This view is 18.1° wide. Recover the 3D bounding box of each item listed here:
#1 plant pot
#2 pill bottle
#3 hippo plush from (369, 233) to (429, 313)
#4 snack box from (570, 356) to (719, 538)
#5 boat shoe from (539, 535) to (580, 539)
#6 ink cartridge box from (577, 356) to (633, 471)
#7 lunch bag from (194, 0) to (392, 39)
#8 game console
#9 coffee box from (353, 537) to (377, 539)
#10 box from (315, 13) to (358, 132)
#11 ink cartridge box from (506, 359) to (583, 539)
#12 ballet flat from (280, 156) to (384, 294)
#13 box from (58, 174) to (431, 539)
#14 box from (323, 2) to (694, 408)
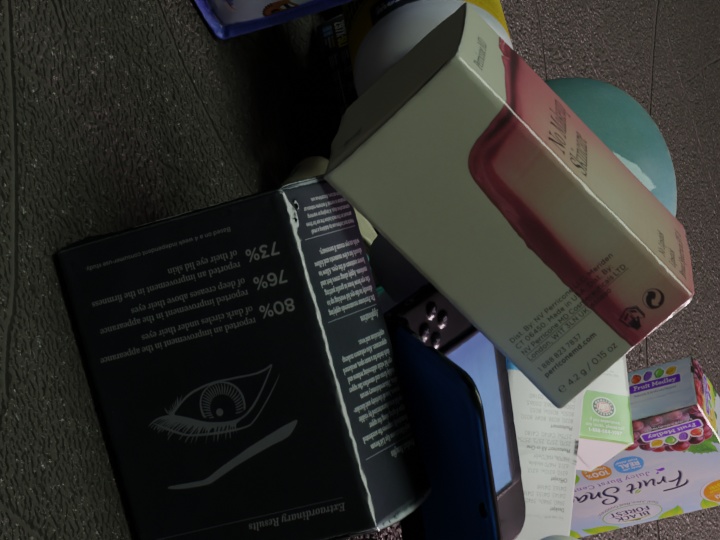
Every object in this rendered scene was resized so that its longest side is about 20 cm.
[{"bbox_3d":[0.137,-0.058,1.834,0.135,0.200,0.200,-3,79,-51],"label":"plant pot"},{"bbox_3d":[0.048,-0.158,1.572,0.200,0.112,0.112,-99,163,-54],"label":"pill bottle"},{"bbox_3d":[0.046,0.049,1.482,0.159,0.161,0.200,51,12,29],"label":"hippo plush"},{"bbox_3d":[0.197,0.149,1.801,0.142,0.200,0.053,52,30,-45],"label":"snack box"},{"bbox_3d":[0.127,0.259,1.467,0.063,0.071,0.200,-77,169,-47],"label":"boat shoe"},{"bbox_3d":[0.135,0.044,1.717,0.117,0.067,0.200,10,62,-22],"label":"ink cartridge box"},{"bbox_3d":[-0.020,-0.265,1.538,0.124,0.200,0.170,55,28,-40],"label":"lunch bag"},{"bbox_3d":[0.081,0.115,1.361,0.171,0.118,0.200,-33,122,-46],"label":"game console"},{"bbox_3d":[0.023,0.248,1.466,0.200,0.080,0.114,30,50,-61],"label":"coffee box"},{"bbox_3d":[0.029,-0.082,1.686,0.200,0.049,0.160,-101,166,-53],"label":"box"},{"bbox_3d":[0.092,0.129,1.564,0.067,0.116,0.200,8,87,-31],"label":"ink cartridge box"},{"bbox_3d":[0.000,0.000,1.607,0.200,0.069,0.070,60,26,-33],"label":"ballet flat"},{"bbox_3d":[-0.064,0.060,1.287,0.104,0.148,0.200,-20,96,-69],"label":"box"},{"bbox_3d":[0.089,-0.040,1.324,0.200,0.109,0.128,45,18,-12],"label":"box"}]
